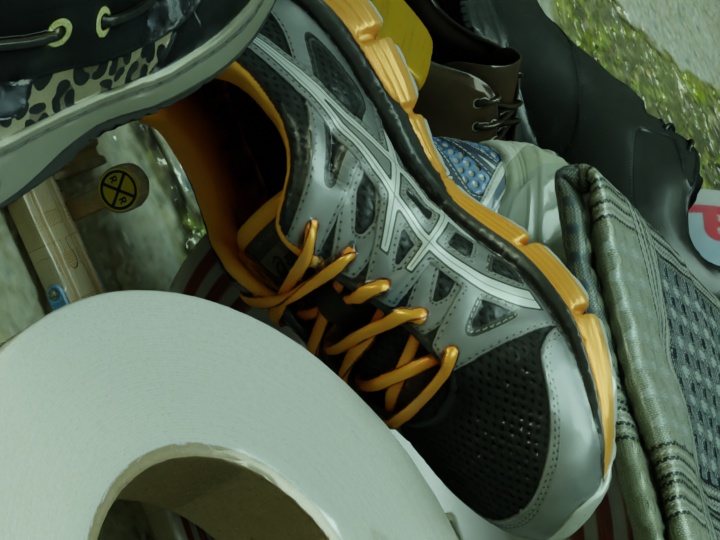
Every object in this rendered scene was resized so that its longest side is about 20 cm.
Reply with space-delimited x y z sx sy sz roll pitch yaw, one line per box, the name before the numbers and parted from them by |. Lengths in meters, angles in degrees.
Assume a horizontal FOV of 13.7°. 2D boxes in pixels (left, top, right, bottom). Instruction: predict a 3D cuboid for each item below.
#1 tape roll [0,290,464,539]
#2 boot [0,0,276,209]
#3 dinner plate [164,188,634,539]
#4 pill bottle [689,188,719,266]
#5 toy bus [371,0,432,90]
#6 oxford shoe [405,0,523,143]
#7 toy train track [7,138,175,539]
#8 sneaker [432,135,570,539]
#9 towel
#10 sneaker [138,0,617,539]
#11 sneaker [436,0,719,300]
tape roll | -0.042 0.102 0.810 0.203 0.037 0.203 27 48 -34
boot | -0.088 -0.114 0.808 0.204 0.073 0.154 -42 139 -44
dinner plate | 0.012 0.067 0.933 0.200 0.024 0.201 22 53 -33
pill bottle | 0.135 0.072 1.194 0.109 0.109 0.200 47 30 -38
toy bus | -0.050 -0.129 0.996 0.200 0.078 0.065 40 32 -19
oxford shoe | 0.028 -0.040 1.102 0.200 0.084 0.073 64 22 -10
toy train track | -0.077 0.001 0.900 0.200 0.032 0.115 67 23 -3
sneaker | 0.014 0.042 1.022 0.085 0.077 0.201 17 62 -19
towel | 0.125 0.079 1.017 0.193 0.034 0.201 43 32 -61
sneaker | 0.000 0.000 0.891 0.077 0.078 0.200 -20 68 -47
sneaker | 0.084 -0.045 1.183 0.076 0.091 0.200 113 -39 -62
